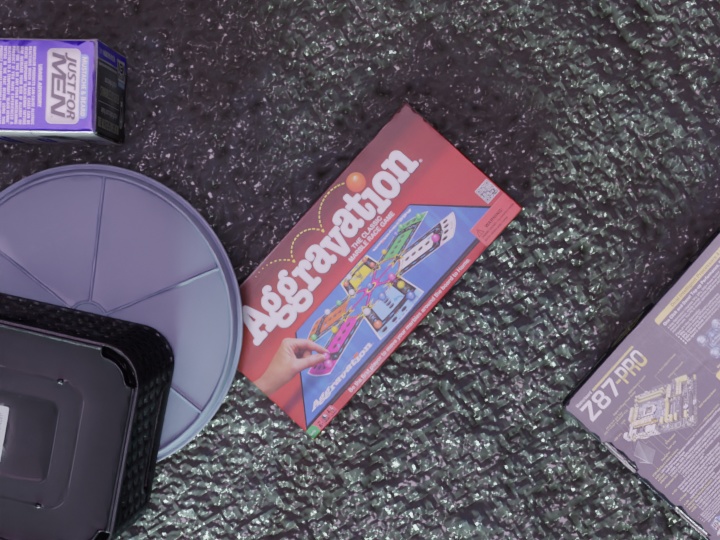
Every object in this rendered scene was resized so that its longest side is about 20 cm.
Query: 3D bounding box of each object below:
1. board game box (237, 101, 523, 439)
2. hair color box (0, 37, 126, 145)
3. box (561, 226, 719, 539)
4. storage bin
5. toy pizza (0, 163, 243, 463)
[{"bbox_3d":[0.000,0.000,1.597,0.103,0.019,0.200,42,93,4],"label":"board game box"},{"bbox_3d":[-0.254,-0.113,1.569,0.199,0.109,0.065,3,89,4],"label":"hair color box"},{"bbox_3d":[0.250,0.066,1.564,0.161,0.049,0.200,41,93,1],"label":"box"},{"bbox_3d":[-0.229,0.089,1.551,0.199,0.094,0.136,12,98,9],"label":"storage bin"},{"bbox_3d":[-0.171,0.031,1.598,0.200,0.032,0.201,1,96,10],"label":"toy pizza"}]
